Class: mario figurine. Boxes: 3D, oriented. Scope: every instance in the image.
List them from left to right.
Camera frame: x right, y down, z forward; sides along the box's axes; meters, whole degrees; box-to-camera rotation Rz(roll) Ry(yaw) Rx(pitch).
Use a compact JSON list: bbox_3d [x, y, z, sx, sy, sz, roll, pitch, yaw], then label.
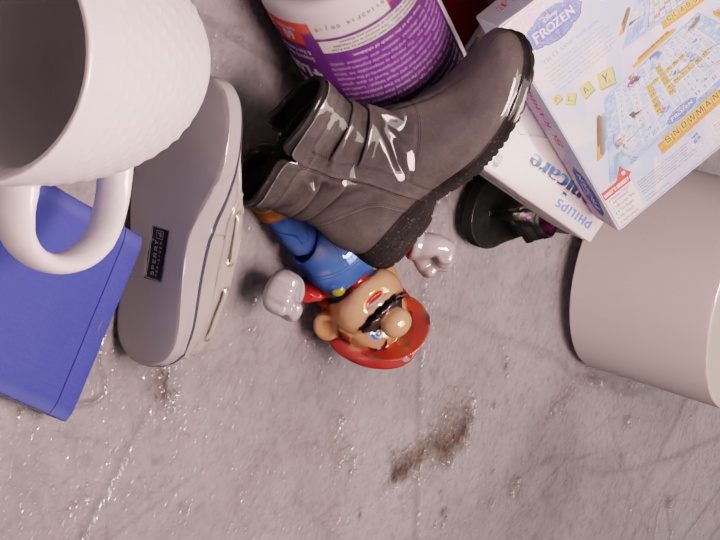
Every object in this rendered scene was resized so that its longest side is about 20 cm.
[{"bbox_3d":[0.000,0.000,1.551,0.106,0.123,0.200,-90,156,-47],"label":"mario figurine"}]

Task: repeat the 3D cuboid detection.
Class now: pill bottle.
[{"bbox_3d":[0.011,-0.158,1.512,0.111,0.111,0.200,-57,141,-23],"label":"pill bottle"}]

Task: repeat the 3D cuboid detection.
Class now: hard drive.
[{"bbox_3d":[-0.223,0.004,1.324,0.200,0.025,0.132,33,76,-54],"label":"hard drive"}]

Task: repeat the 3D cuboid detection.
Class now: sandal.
[{"bbox_3d":[0.153,-0.058,1.800,0.200,0.048,0.075,-11,112,-53],"label":"sandal"}]

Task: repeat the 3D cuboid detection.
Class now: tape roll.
[{"bbox_3d":[0.295,0.011,1.931,0.203,0.139,0.203,-35,133,-48],"label":"tape roll"}]

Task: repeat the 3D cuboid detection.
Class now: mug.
[{"bbox_3d":[-0.171,-0.098,1.248,0.175,0.148,0.200,-6,100,-64],"label":"mug"}]

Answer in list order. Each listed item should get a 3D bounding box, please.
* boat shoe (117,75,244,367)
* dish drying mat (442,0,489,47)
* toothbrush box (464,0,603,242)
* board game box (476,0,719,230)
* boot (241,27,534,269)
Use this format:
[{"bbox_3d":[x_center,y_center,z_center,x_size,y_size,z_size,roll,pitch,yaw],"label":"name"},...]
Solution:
[{"bbox_3d":[-0.108,-0.033,1.432,0.066,0.072,0.200,-8,110,-57],"label":"boat shoe"},{"bbox_3d":[0.049,-0.219,1.621,0.077,0.018,0.200,-63,143,-17],"label":"dish drying mat"},{"bbox_3d":[0.161,-0.146,1.640,0.146,0.085,0.200,31,91,-31],"label":"toothbrush box"},{"bbox_3d":[0.213,-0.167,1.585,0.200,0.041,0.200,-38,120,-9],"label":"board game box"},{"bbox_3d":[0.018,-0.099,1.443,0.132,0.070,0.200,29,103,-32],"label":"boot"}]
